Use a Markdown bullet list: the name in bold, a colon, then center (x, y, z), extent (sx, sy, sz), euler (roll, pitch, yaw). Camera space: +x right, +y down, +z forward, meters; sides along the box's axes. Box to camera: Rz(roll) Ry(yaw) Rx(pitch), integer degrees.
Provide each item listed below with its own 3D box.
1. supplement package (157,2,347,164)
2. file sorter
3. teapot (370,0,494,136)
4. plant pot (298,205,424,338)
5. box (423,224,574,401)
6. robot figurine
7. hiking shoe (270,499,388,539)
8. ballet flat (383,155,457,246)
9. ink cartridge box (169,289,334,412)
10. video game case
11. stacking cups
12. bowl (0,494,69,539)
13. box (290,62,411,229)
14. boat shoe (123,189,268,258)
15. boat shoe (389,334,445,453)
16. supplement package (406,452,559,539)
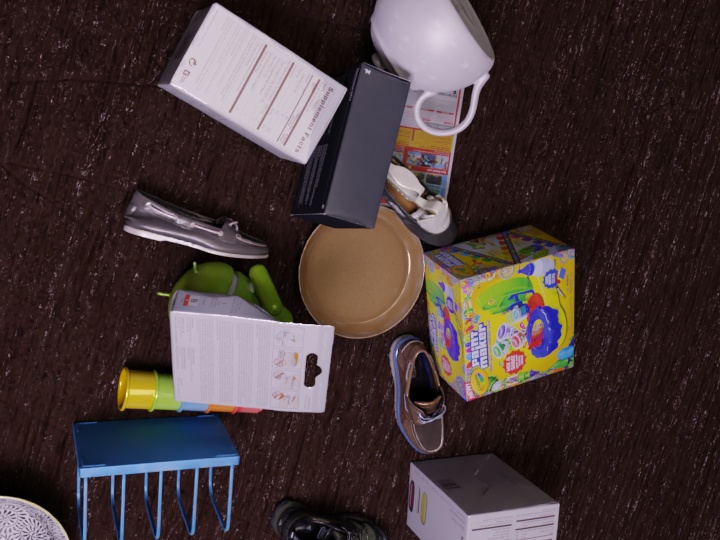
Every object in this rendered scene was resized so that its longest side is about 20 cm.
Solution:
- **supplement package**: center (-0.141, -0.238, 1.102), extent (0.200, 0.117, 0.118), euler (29, 89, -25)
- **file sorter**: center (-0.279, 0.281, 1.141), extent (0.199, 0.139, 0.123), euler (1, 103, -22)
- **teapot**: center (0.082, -0.315, 1.161), extent (0.146, 0.200, 0.197), euler (-30, 139, 22)
- **plant pot**: center (0.000, 0.000, 1.256), extent (0.199, 0.027, 0.201), euler (-5, 103, -21)
- **box**: center (0.210, 0.060, 1.287), extent (0.192, 0.122, 0.201), euler (-15, 116, -18)
- **robot figurine**: center (-0.173, 0.068, 1.150), extent (0.175, 0.116, 0.200), euler (-39, 116, 23)
- **hiking shoe**: center (-0.037, 0.412, 1.283), extent (0.199, 0.101, 0.076), euler (20, 93, -24)
- **ballet flat**: center (0.079, -0.099, 1.224), extent (0.200, 0.068, 0.068), euler (38, 77, -25)
- **ink cartridge box**: center (-0.138, 0.104, 1.078), extent (0.199, 0.050, 0.163), euler (4, 129, -5)
- **video game case**: center (0.074, -0.190, 1.253), extent (0.143, 0.017, 0.201), euler (5, 98, -23)
- **stacking cups**: center (-0.231, 0.167, 1.181), extent (0.199, 0.060, 0.061), euler (6, 98, -25)
- **bowl**: center (-0.479, 0.367, 1.099), extent (0.200, 0.094, 0.202), euler (-5, 103, -21)
- **box**: center (-0.016, -0.161, 1.140), extent (0.079, 0.141, 0.201), euler (15, 87, -20)
- **boat shoe**: center (-0.213, -0.059, 1.137), extent (0.199, 0.067, 0.057), euler (12, 101, -20)
- **boat shoe**: center (0.092, 0.201, 1.308), extent (0.072, 0.072, 0.201), euler (-22, 108, -16)
- **supplement package**: center (0.182, 0.376, 1.309), extent (0.155, 0.200, 0.111), euler (-1, 100, -21)
